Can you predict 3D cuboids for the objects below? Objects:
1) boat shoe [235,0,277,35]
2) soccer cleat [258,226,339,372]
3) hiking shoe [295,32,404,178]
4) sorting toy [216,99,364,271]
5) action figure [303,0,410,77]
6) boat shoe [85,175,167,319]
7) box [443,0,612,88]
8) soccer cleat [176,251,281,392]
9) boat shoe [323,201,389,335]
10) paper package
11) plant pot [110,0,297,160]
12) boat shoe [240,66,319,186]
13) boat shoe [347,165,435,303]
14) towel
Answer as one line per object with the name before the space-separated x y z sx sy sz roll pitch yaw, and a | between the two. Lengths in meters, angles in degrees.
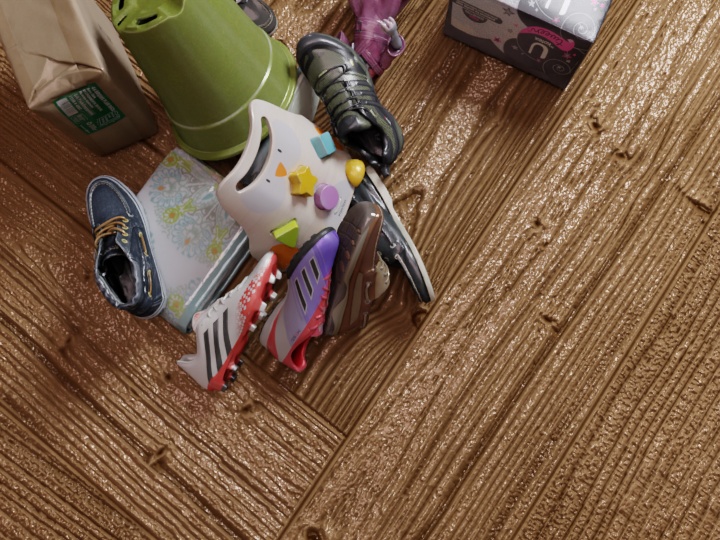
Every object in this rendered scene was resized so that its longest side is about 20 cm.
boat shoe | -0.213 -0.389 0.952 0.196 0.057 0.068 24 82 5
soccer cleat | -0.063 0.037 0.833 0.073 0.068 0.203 40 122 19
hiking shoe | -0.012 -0.216 0.862 0.075 0.101 0.200 -35 109 22
sorting toy | -0.097 -0.114 0.834 0.105 0.179 0.205 14 81 39
action figure | 0.013 -0.337 0.932 0.131 0.148 0.206 17 101 23
boat shoe | -0.304 -0.039 0.839 0.069 0.091 0.204 -26 79 -2
box | 0.224 -0.357 0.897 0.196 0.132 0.117 25 81 6
soccer cleat | -0.169 0.059 0.857 0.084 0.069 0.204 28 104 2
boat shoe | 0.000 0.000 0.839 0.070 0.203 0.077 4 43 -17
paper package | -0.368 -0.272 0.867 0.101 0.200 0.194 -27 82 -2
plant pot | -0.206 -0.277 0.835 0.195 0.190 0.206 -10 62 19
boat shoe | -0.112 -0.201 0.913 0.060 0.073 0.205 17 79 21
boat shoe | 0.032 -0.038 0.883 0.065 0.075 0.203 -27 81 -1
towel | -0.238 -0.045 0.906 0.170 0.048 0.202 36 84 10
